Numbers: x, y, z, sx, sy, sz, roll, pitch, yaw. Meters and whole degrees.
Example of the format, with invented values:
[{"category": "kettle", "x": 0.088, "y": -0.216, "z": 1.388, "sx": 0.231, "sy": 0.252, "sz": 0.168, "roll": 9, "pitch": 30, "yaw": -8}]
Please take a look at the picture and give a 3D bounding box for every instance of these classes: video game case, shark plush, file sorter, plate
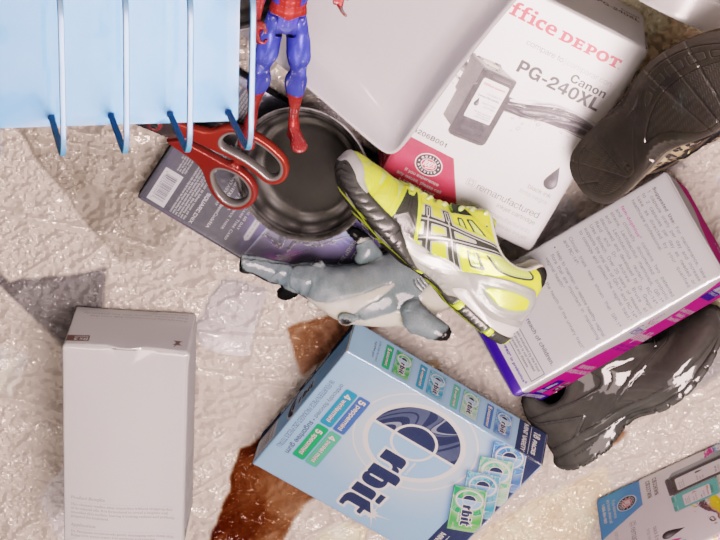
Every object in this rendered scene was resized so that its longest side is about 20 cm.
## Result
[{"category": "video game case", "x": -0.067, "y": -0.067, "z": 1.715, "sx": 0.200, "sy": 0.019, "sz": 0.143, "roll": 31, "pitch": 112, "yaw": -12}, {"category": "shark plush", "x": 0.000, "y": 0.000, "z": 1.716, "sx": 0.199, "sy": 0.091, "sz": 0.084, "roll": 7, "pitch": 103, "yaw": 4}, {"category": "file sorter", "x": -0.179, "y": -0.159, "z": 1.496, "sx": 0.199, "sy": 0.123, "sz": 0.139, "roll": -3, "pitch": 112, "yaw": -13}, {"category": "plate", "x": 0.008, "y": -0.224, "z": 1.573, "sx": 0.200, "sy": 0.032, "sz": 0.200, "roll": 40, "pitch": 116, "yaw": 3}]

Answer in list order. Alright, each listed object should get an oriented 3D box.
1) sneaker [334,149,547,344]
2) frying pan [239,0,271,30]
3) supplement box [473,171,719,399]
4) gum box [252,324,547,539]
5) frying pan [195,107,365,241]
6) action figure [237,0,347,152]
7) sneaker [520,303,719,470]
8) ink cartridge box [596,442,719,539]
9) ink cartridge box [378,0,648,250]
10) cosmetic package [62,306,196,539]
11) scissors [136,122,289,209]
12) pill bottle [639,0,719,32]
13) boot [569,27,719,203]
[{"category": "sneaker", "x": 0.062, "y": -0.031, "z": 1.621, "sx": 0.200, "sy": 0.075, "sz": 0.076, "roll": 42, "pitch": 89, "yaw": -11}, {"category": "frying pan", "x": -0.075, "y": -0.266, "z": 1.550, "sx": 0.190, "sy": 0.031, "sz": 0.115, "roll": -43, "pitch": 101, "yaw": 17}, {"category": "supplement box", "x": 0.198, "y": 0.015, "z": 1.675, "sx": 0.200, "sy": 0.101, "sz": 0.104, "roll": -32, "pitch": 76, "yaw": 14}, {"category": "gum box", "x": 0.033, "y": 0.156, "z": 1.774, "sx": 0.200, "sy": 0.045, "sz": 0.170, "roll": 31, "pitch": 128, "yaw": -12}, {"category": "frying pan", "x": -0.082, "y": -0.086, "z": 1.672, "sx": 0.189, "sy": 0.031, "sz": 0.115, "roll": 9, "pitch": 113, "yaw": 13}, {"category": "action figure", "x": -0.054, "y": -0.170, "z": 1.532, "sx": 0.065, "sy": 0.099, "sz": 0.201, "roll": 1, "pitch": 122, "yaw": -10}, {"category": "sneaker", "x": 0.224, "y": 0.087, "z": 1.746, "sx": 0.200, "sy": 0.076, "sz": 0.091, "roll": -39, "pitch": 99, "yaw": 14}, {"category": "ink cartridge box", "x": 0.330, "y": 0.249, "z": 1.772, "sx": 0.200, "sy": 0.147, "sz": 0.146, "roll": -27, "pitch": 110, "yaw": 13}, {"category": "ink cartridge box", "x": 0.121, "y": -0.141, "z": 1.637, "sx": 0.145, "sy": 0.083, "sz": 0.200, "roll": 25, "pitch": 114, "yaw": -8}, {"category": "cosmetic package", "x": -0.202, "y": 0.138, "z": 1.780, "sx": 0.112, "sy": 0.081, "sz": 0.201, "roll": 5, "pitch": 113, "yaw": 0}, {"category": "scissors", "x": -0.150, "y": -0.119, "z": 1.630, "sx": 0.200, "sy": 0.014, "sz": 0.073, "roll": 35, "pitch": 122, "yaw": -13}, {"category": "pill bottle", "x": 0.281, "y": -0.284, "z": 1.536, "sx": 0.110, "sy": 0.111, "sz": 0.201, "roll": 22, "pitch": 104, "yaw": -8}, {"category": "boot", "x": 0.266, "y": -0.136, "z": 1.574, "sx": 0.073, "sy": 0.150, "sz": 0.200, "roll": 52, "pitch": 133, "yaw": 9}]
